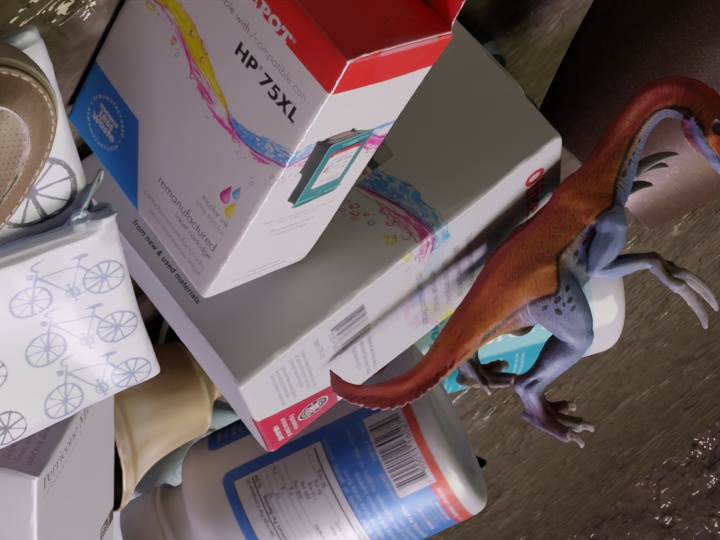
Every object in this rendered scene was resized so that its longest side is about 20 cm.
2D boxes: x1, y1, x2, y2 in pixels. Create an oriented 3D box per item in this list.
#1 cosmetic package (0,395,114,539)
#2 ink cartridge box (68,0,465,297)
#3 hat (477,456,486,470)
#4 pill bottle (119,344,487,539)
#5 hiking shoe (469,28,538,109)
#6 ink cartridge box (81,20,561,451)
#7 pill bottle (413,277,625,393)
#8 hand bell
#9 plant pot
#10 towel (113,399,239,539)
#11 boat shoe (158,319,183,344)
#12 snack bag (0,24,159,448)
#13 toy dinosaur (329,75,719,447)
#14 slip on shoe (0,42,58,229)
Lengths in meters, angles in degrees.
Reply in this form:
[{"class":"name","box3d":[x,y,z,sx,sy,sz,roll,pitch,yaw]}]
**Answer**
[{"class":"cosmetic package","box3d":[-0.183,0.129,1.074,0.113,0.081,0.200,-67,170,-46]},{"class":"ink cartridge box","box3d":[-0.040,-0.098,0.888,0.067,0.116,0.200,-21,155,-42]},{"class":"hat","box3d":[0.015,0.077,1.617,0.200,0.176,0.166,-5,-177,29]},{"class":"pill bottle","box3d":[-0.036,0.131,1.213,0.200,0.112,0.112,-26,165,9]},{"class":"hiking shoe","box3d":[0.076,-0.068,1.229,0.074,0.087,0.200,-24,162,9]},{"class":"ink cartridge box","box3d":[-0.016,-0.035,1.045,0.200,0.145,0.145,-37,163,-8]},{"class":"pill bottle","box3d":[0.057,0.021,1.297,0.200,0.111,0.111,-15,157,-12]},{"class":"hand bell","box3d":[-0.068,0.055,1.182,0.200,0.104,0.104,-20,156,-24]},{"class":"plant pot","box3d":[0.202,-0.126,1.171,0.200,0.187,0.187,-45,162,7]},{"class":"towel","box3d":[-0.144,0.155,1.284,0.200,0.048,0.171,20,94,-56]},{"class":"boat shoe","box3d":[-0.049,0.002,1.219,0.201,0.063,0.074,-47,164,28]},{"class":"snack bag","box3d":[-0.185,0.008,0.835,0.188,0.021,0.200,-24,133,-16]},{"class":"toy dinosaur","box3d":[0.108,-0.008,0.995,0.200,0.105,0.182,-8,125,-40]},{"class":"slip on shoe","box3d":[-0.189,-0.002,0.771,0.200,0.061,0.076,-39,130,-5]}]
